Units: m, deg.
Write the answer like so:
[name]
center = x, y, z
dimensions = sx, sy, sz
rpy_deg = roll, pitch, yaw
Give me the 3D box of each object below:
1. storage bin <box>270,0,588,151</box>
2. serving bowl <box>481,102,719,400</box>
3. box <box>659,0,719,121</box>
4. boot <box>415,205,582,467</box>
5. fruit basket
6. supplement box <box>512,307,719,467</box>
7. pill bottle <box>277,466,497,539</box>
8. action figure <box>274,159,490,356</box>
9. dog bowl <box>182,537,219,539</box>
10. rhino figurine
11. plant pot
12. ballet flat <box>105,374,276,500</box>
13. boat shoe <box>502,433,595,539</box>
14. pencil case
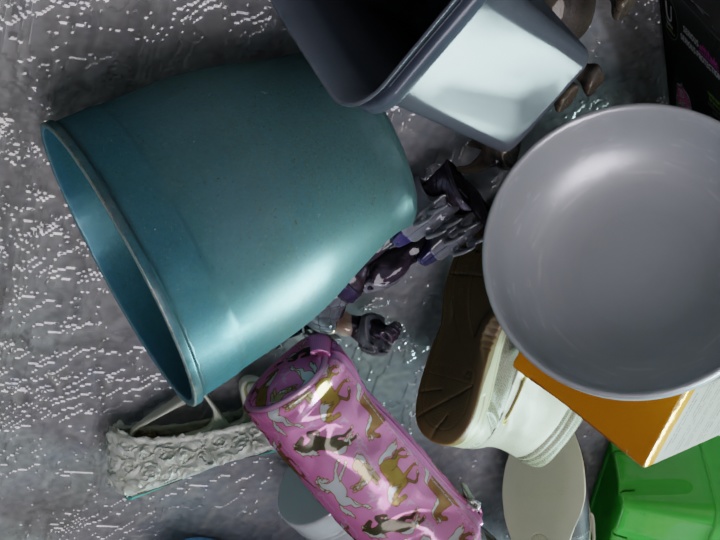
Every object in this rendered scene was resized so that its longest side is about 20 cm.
[storage bin]
center = 0.047, -0.173, 0.946
dimensions = 0.134, 0.200, 0.146
rpy_deg = 24, 115, -41
[serving bowl]
center = 0.183, -0.007, 1.029
dimensions = 0.200, 0.200, 0.066
rpy_deg = -30, 157, 5
[box]
center = 0.304, -0.120, 1.092
dimensions = 0.148, 0.124, 0.200
rpy_deg = -19, 128, -4
[boot]
center = 0.128, 0.047, 1.185
dimensions = 0.155, 0.072, 0.200
rpy_deg = 22, 87, -50
[fruit basket]
center = 0.294, 0.248, 1.325
dimensions = 0.215, 0.156, 0.216
rpy_deg = 1, 123, 1
[supplement box]
center = 0.222, 0.061, 1.140
dimensions = 0.200, 0.126, 0.074
rpy_deg = -10, 131, -49
[pill bottle]
center = 0.027, 0.216, 1.255
dimensions = 0.109, 0.109, 0.200
rpy_deg = -38, 125, 12
[action figure]
center = 0.000, 0.000, 1.123
dimensions = 0.200, 0.069, 0.130
rpy_deg = -35, 137, 15
[dog bowl]
center = -0.076, 0.269, 1.267
dimensions = 0.200, 0.111, 0.050
rpy_deg = 18, 104, -26
[rhino figurine]
center = 0.118, -0.146, 1.049
dimensions = 0.060, 0.087, 0.200
rpy_deg = -15, 142, -57
[plant pot]
center = -0.074, -0.045, 1.002
dimensions = 0.188, 0.200, 0.200
rpy_deg = -29, 129, -15
[ballet flat]
center = -0.099, 0.116, 1.179
dimensions = 0.200, 0.072, 0.072
rpy_deg = -17, 127, -6
[boat shoe]
center = 0.161, 0.216, 1.290
dimensions = 0.071, 0.063, 0.200
rpy_deg = -4, 90, 26
[pencil case]
center = 0.004, 0.138, 1.128
dimensions = 0.087, 0.083, 0.200
rpy_deg = -47, 109, -19
